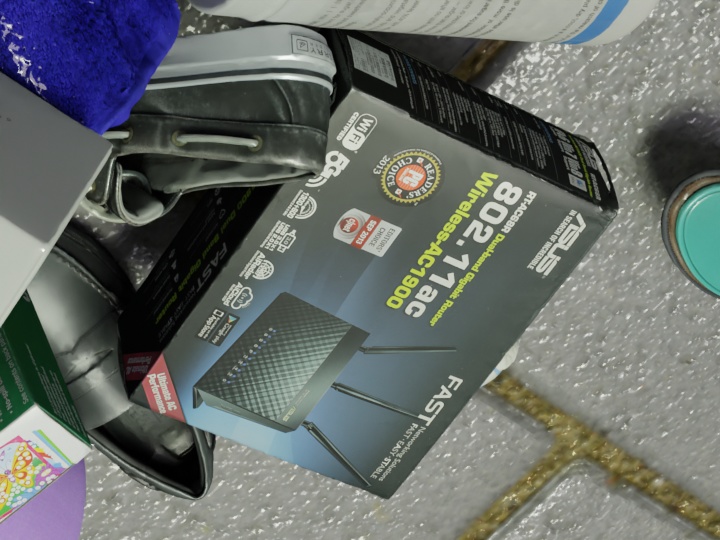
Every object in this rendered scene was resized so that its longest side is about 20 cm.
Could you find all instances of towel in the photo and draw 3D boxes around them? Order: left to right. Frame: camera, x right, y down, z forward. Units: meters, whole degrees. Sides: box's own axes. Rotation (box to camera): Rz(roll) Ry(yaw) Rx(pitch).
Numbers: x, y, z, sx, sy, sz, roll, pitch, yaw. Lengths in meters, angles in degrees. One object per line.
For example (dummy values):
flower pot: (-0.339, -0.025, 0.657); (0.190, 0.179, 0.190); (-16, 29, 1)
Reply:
towel: (-0.134, -0.153, 0.929); (0.049, 0.148, 0.201); (-19, 114, 17)

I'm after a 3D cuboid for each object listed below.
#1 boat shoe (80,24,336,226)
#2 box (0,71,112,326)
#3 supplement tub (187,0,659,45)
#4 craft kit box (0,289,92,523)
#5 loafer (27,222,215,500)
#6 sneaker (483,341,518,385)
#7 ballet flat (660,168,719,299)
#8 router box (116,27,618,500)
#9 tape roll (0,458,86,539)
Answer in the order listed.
boat shoe: (-0.103, -0.056, 1.050); (0.199, 0.071, 0.072); (-10, 161, 31)
box: (-0.200, 0.012, 0.883); (0.124, 0.098, 0.200); (34, 115, -7)
supplement tub: (0.028, -0.166, 1.041); (0.199, 0.132, 0.132); (1, 126, -27)
craft kit box: (-0.228, 0.065, 1.060); (0.197, 0.200, 0.048); (-41, 133, 9)
loafer: (-0.127, 0.042, 1.177); (0.068, 0.070, 0.201); (-34, 133, 3)
sneaker: (0.004, 0.005, 1.214); (0.072, 0.072, 0.200); (-33, 131, 16)
ballet flat: (0.216, -0.013, 1.301); (0.200, 0.073, 0.073); (30, 110, -39)
router box: (0.000, 0.000, 1.118); (0.149, 0.062, 0.200); (22, 120, -27)
tape roll: (-0.224, 0.116, 1.102); (0.200, 0.200, 0.066); (-37, 134, 7)
